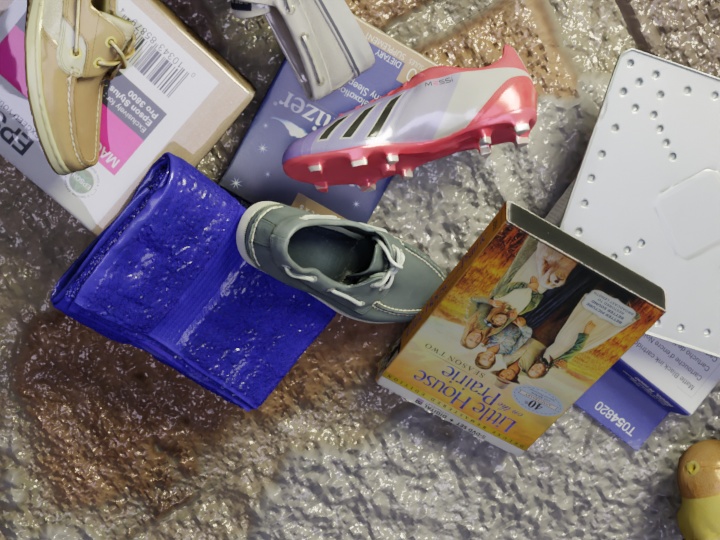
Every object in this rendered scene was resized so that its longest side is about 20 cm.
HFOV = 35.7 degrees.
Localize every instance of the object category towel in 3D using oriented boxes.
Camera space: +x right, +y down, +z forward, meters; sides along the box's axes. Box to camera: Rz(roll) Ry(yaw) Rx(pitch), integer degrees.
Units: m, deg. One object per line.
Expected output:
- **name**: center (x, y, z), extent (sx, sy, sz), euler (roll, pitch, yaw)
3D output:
- **towel**: center (-0.115, 0.020, 0.858), extent (0.199, 0.050, 0.148), euler (34, 104, -34)

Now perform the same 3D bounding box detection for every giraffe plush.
- **giraffe plush**: center (0.329, 0.183, 0.908), extent (0.161, 0.202, 0.172), euler (-27, 136, 34)

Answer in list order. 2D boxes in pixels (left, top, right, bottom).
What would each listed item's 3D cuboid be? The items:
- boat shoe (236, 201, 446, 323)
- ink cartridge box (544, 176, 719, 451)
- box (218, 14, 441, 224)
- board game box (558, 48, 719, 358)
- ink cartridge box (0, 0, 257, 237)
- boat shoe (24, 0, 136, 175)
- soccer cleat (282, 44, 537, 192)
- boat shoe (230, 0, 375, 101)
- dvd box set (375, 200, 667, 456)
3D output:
- **boat shoe**: center (0.000, 0.000, 0.856), extent (0.199, 0.062, 0.074), euler (21, 86, -36)
- **ink cartridge box**: center (0.223, 0.024, 0.918), extent (0.199, 0.041, 0.201), euler (36, 99, -9)
- **box**: center (-0.029, -0.098, 0.886), extent (0.120, 0.032, 0.201), euler (28, 101, -8)
- **board game box**: center (0.259, -0.046, 0.871), extent (0.198, 0.026, 0.202), euler (17, 100, -5)
- **ink cartridge box**: center (-0.203, -0.141, 0.846), extent (0.200, 0.075, 0.165), euler (41, 97, -11)
- **boat shoe**: center (-0.188, -0.166, 0.765), extent (0.065, 0.074, 0.203), euler (1, 102, 3)
- **soccer cleat**: center (0.035, -0.114, 0.846), extent (0.197, 0.067, 0.077), euler (-13, 73, 4)
- **boat shoe**: center (-0.066, -0.208, 0.791), extent (0.070, 0.071, 0.201), euler (-37, 122, -5)
- **dvd box set**: center (0.120, 0.053, 0.877), extent (0.145, 0.030, 0.200), euler (29, 128, -11)
